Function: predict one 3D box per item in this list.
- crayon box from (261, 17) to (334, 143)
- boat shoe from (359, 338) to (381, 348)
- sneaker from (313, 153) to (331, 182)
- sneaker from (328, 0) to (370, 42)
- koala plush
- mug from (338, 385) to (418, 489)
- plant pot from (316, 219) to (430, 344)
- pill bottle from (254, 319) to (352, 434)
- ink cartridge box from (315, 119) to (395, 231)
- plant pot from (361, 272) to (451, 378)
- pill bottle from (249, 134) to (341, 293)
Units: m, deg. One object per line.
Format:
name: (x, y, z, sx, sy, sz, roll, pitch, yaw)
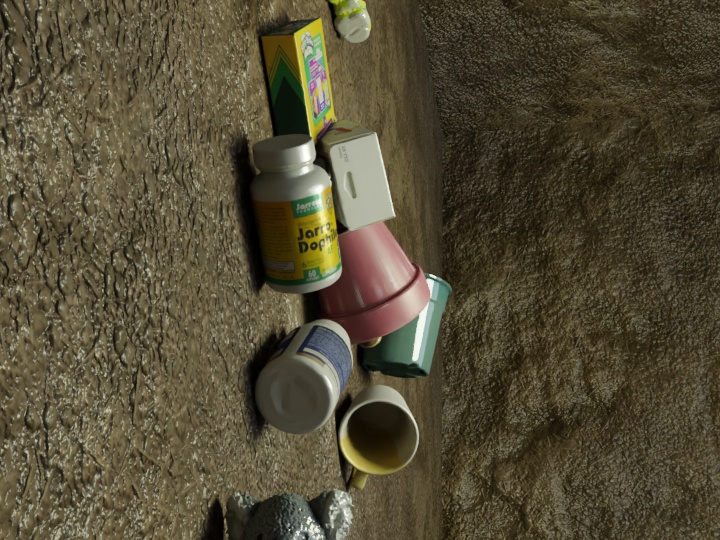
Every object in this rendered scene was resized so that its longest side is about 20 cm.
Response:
crayon box: (-0.095, -0.300, 1.421, 0.200, 0.058, 0.174, -68, 151, -67)
boat shoe: (0.003, 0.058, 1.803, 0.068, 0.072, 0.201, 59, 23, -57)
sneaker: (-0.085, -0.074, 1.404, 0.116, 0.075, 0.201, 67, 32, -73)
sneaker: (-0.024, -0.562, 1.827, 0.200, 0.075, 0.106, 64, 24, -61)
koala plush: (-0.086, 0.347, 1.008, 0.184, 0.176, 0.201, 69, 16, -72)
mug: (0.021, 0.304, 1.727, 0.150, 0.186, 0.153, 51, 9, -9)
plant pot: (0.000, 0.000, 1.525, 0.200, 0.199, 0.180, -68, 137, -66)
pill bottle: (-0.072, 0.140, 1.266, 0.200, 0.110, 0.112, -58, 143, -71)
ink cartridge box: (-0.020, -0.161, 1.472, 0.200, 0.083, 0.146, -133, -153, -70)
plant pot: (0.089, 0.122, 1.942, 0.200, 0.199, 0.197, 59, 37, -67)
pill bottle: (-0.091, -0.080, 1.230, 0.113, 0.112, 0.201, -68, 153, -65)
